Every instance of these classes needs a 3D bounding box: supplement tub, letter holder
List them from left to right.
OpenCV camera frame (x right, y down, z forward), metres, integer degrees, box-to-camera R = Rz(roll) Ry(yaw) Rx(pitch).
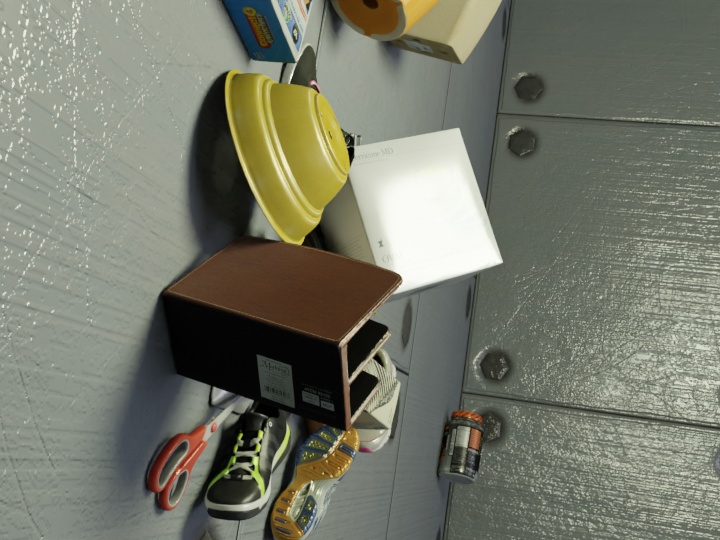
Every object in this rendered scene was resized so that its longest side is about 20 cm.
[{"bbox_3d":[-0.069,0.051,0.898,0.142,0.199,0.101,-45,141,-47],"label":"letter holder"},{"bbox_3d":[0.309,0.538,2.763,0.123,0.122,0.201,69,31,-60],"label":"supplement tub"}]

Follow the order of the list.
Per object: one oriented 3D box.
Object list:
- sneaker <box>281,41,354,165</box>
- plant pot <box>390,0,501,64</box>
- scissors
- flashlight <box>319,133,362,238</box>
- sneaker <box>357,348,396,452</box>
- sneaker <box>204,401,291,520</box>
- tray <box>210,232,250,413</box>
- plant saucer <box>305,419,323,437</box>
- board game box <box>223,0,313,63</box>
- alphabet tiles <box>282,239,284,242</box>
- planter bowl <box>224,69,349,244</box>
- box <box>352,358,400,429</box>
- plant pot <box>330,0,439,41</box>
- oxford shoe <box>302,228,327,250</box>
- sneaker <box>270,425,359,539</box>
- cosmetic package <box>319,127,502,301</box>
[{"bbox_3d":[-0.049,-0.185,1.129,0.071,0.098,0.202,34,61,-72],"label":"sneaker"},{"bbox_3d":[0.132,-0.469,1.562,0.200,0.199,0.178,4,103,-75],"label":"plant pot"},{"bbox_3d":[-0.163,0.167,0.957,0.200,0.014,0.074,-56,148,-46],"label":"scissors"},{"bbox_3d":[-0.029,-0.097,1.309,0.068,0.067,0.202,-10,106,-75],"label":"flashlight"},{"bbox_3d":[0.014,0.221,1.598,0.088,0.081,0.201,75,17,-51],"label":"sneaker"},{"bbox_3d":[-0.132,0.205,1.044,0.200,0.071,0.083,-68,155,-67],"label":"sneaker"},{"bbox_3d":[-0.130,0.065,1.070,0.107,0.022,0.202,51,47,-71],"label":"tray"},{"bbox_3d":[-0.045,0.194,1.425,0.200,0.037,0.202,6,90,-75],"label":"plant saucer"},{"bbox_3d":[-0.096,-0.361,0.963,0.200,0.055,0.197,65,33,-63],"label":"board game box"},{"bbox_3d":[-0.093,0.039,1.053,0.200,0.014,0.197,142,-48,-86],"label":"alphabet tiles"},{"bbox_3d":[-0.065,-0.134,0.978,0.200,0.083,0.202,-19,90,-79],"label":"planter bowl"},{"bbox_3d":[-0.022,0.156,1.307,0.200,0.068,0.083,44,51,-46],"label":"box"},{"bbox_3d":[0.051,-0.433,1.279,0.184,0.199,0.201,-60,157,-23],"label":"plant pot"},{"bbox_3d":[-0.072,0.023,1.184,0.073,0.084,0.201,76,4,-62],"label":"oxford shoe"},{"bbox_3d":[-0.069,0.310,1.305,0.200,0.075,0.088,-53,162,-33],"label":"sneaker"},{"bbox_3d":[0.058,-0.070,1.233,0.123,0.198,0.201,-28,-101,59],"label":"cosmetic package"}]
